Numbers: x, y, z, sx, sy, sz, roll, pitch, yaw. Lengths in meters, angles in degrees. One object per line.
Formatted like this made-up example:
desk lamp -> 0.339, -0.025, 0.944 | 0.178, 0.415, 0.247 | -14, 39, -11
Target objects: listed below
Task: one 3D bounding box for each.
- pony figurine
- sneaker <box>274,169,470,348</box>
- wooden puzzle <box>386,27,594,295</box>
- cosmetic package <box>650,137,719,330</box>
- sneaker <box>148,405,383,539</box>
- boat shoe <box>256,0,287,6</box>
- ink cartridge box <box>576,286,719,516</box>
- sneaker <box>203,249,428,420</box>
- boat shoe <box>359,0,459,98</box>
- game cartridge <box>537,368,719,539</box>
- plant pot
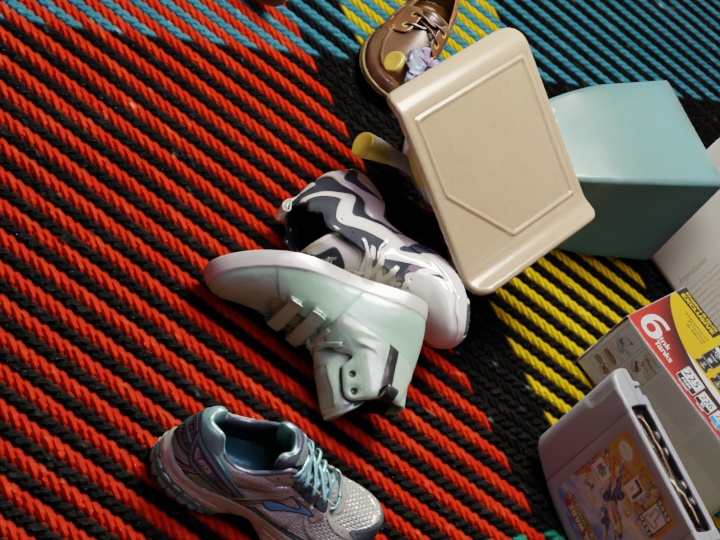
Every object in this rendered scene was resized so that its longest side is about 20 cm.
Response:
pony figurine -> 0.080, -0.116, 1.718 | 0.200, 0.166, 0.194 | 52, 47, -44
sneaker -> 0.000, 0.000, 1.591 | 0.129, 0.079, 0.200 | -19, 70, -49
wooden puzzle -> 0.118, -0.101, 1.649 | 0.185, 0.037, 0.201 | -33, 103, -39
cosmetic package -> 0.439, -0.030, 1.973 | 0.167, 0.166, 0.201 | -13, 64, -49
sneaker -> -0.057, 0.161, 1.374 | 0.199, 0.086, 0.078 | 22, 43, -28
boat shoe -> -0.126, -0.351, 1.806 | 0.200, 0.073, 0.063 | 51, 39, 8
ink cartridge box -> 0.340, 0.125, 1.798 | 0.175, 0.084, 0.200 | -21, 70, -52
sneaker -> -0.041, 0.058, 1.503 | 0.199, 0.074, 0.119 | 16, 65, -15
boat shoe -> 0.055, -0.247, 1.887 | 0.072, 0.068, 0.200 | 40, 37, -8
game cartridge -> 0.232, 0.205, 1.575 | 0.041, 0.133, 0.201 | 1, 54, -44
plant pot -> 0.240, -0.103, 1.880 | 0.199, 0.141, 0.142 | -3, 57, -37
